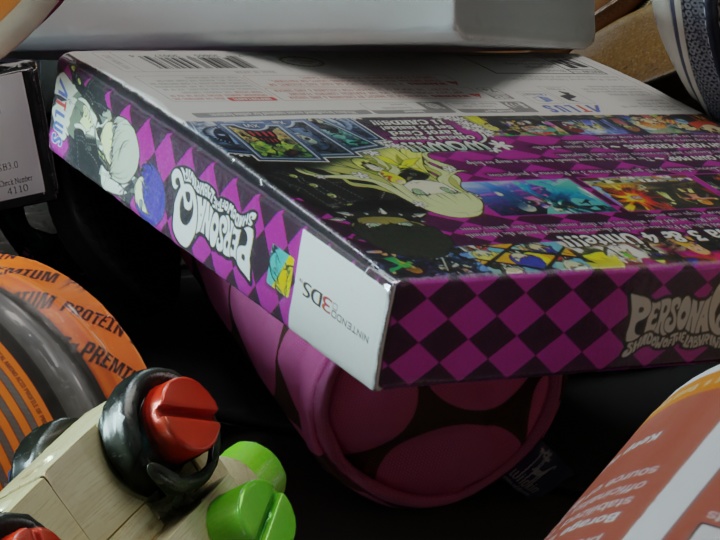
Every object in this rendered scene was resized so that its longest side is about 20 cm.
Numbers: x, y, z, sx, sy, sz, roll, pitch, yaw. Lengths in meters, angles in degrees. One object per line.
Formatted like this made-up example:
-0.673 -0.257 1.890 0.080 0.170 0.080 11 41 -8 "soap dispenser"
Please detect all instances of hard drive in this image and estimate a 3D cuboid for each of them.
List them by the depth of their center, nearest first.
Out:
-0.038 -0.083 0.929 0.199 0.026 0.132 0 3 23 "hard drive"

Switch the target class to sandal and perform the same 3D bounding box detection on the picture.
-0.101 -0.030 1.022 0.048 0.076 0.201 -31 21 7 "sandal"

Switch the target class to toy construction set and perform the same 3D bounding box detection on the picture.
-0.048 0.103 0.629 0.092 0.132 0.200 -31 9 24 "toy construction set"

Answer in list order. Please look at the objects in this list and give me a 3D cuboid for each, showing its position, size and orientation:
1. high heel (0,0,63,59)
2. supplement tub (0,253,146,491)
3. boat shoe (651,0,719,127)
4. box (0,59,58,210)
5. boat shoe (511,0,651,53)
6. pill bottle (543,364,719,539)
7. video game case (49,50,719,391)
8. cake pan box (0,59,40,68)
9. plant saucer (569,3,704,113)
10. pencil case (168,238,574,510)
-0.141 -0.099 0.861 0.199 0.068 0.096 -17 27 40 "high heel"
-0.141 0.071 0.687 0.122 0.123 0.200 16 25 30 "supplement tub"
0.164 -0.030 0.892 0.074 0.200 0.093 -36 31 6 "boat shoe"
-0.213 -0.030 0.929 0.197 0.050 0.200 -10 7 -15 "box"
0.018 -0.093 1.076 0.199 0.068 0.072 -22 26 2 "boat shoe"
0.066 0.112 0.607 0.112 0.113 0.200 15 37 29 "pill bottle"
0.037 -0.021 0.828 0.199 0.036 0.181 -3 24 -36 "video game case"
-0.182 -0.117 1.230 0.199 0.053 0.184 -7 22 -20 "cake pan box"
0.144 -0.073 1.027 0.199 0.036 0.200 -13 -12 -3 "plant saucer"
0.000 0.000 0.921 0.093 0.091 0.200 -37 32 -2 "pencil case"
